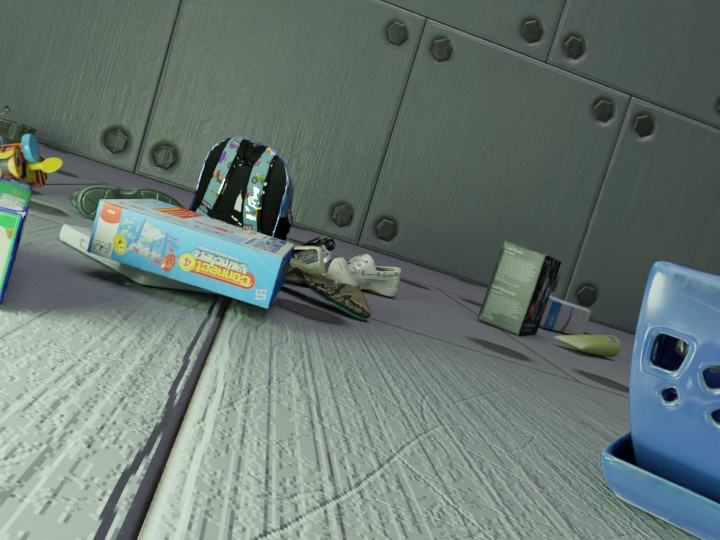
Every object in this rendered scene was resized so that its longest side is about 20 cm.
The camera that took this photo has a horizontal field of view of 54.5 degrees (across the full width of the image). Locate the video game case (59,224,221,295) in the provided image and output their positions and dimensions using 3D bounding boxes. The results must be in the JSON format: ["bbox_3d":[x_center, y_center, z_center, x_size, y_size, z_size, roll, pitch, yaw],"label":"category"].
[{"bbox_3d":[-0.236,-0.009,0.864,0.180,0.023,0.199,22,6,36],"label":"video game case"}]

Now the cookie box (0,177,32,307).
[{"bbox_3d":[-0.359,-0.049,0.521,0.197,0.076,0.171,15,6,-27],"label":"cookie box"}]

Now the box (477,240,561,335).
[{"bbox_3d":[0.364,0.043,1.585,0.103,0.185,0.199,20,5,25],"label":"box"}]

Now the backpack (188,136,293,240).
[{"bbox_3d":[-0.200,-0.123,1.231,0.180,0.203,0.134,18,5,14],"label":"backpack"}]

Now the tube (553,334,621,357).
[{"bbox_3d":[0.525,0.170,1.602,0.198,0.053,0.058,9,-32,-43],"label":"tube"}]

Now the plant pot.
[{"bbox_3d":[0.303,0.113,0.539,0.198,0.182,0.199,21,6,30],"label":"plant pot"}]

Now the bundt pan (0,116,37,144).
[{"bbox_3d":[-1.051,-0.407,2.030,0.199,0.077,0.202,17,4,-1],"label":"bundt pan"}]

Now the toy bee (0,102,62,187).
[{"bbox_3d":[-0.571,-0.171,1.136,0.129,0.110,0.200,-13,-18,15],"label":"toy bee"}]

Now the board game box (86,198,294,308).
[{"bbox_3d":[-0.180,-0.026,0.801,0.193,0.057,0.200,17,5,-3],"label":"board game box"}]

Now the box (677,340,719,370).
[{"bbox_3d":[0.755,0.212,1.435,0.197,0.134,0.115,17,8,-5],"label":"box"}]

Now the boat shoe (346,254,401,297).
[{"bbox_3d":[0.000,0.000,1.373,0.198,0.070,0.070,12,10,-41],"label":"boat shoe"}]

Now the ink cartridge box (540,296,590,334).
[{"bbox_3d":[0.534,0.117,1.987,0.198,0.086,0.144,13,7,-39],"label":"ink cartridge box"}]

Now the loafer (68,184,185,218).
[{"bbox_3d":[-0.390,-0.110,1.182,0.062,0.073,0.198,14,2,44],"label":"loafer"}]

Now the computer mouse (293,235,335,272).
[{"bbox_3d":[-0.090,-0.016,1.283,0.108,0.045,0.200,-17,16,-3],"label":"computer mouse"}]

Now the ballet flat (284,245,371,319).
[{"bbox_3d":[-0.064,0.005,1.031,0.198,0.076,0.068,21,4,24],"label":"ballet flat"}]
